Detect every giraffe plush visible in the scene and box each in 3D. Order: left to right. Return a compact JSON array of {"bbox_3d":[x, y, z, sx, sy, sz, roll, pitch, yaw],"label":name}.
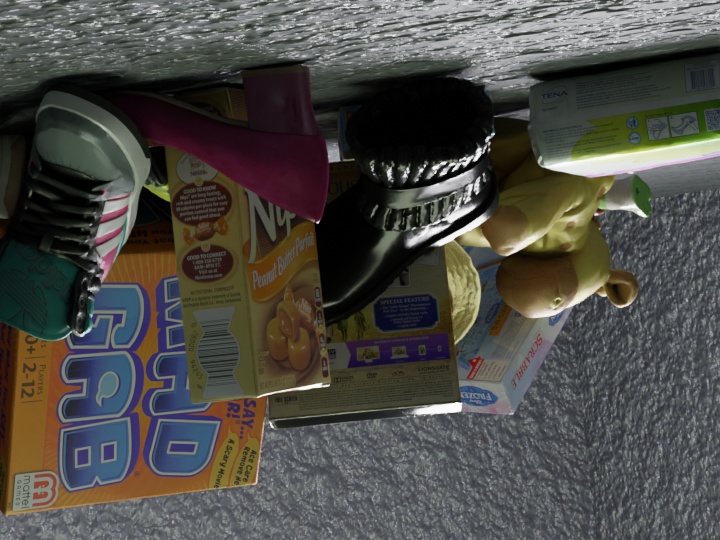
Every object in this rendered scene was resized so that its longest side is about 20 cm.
[{"bbox_3d":[0.157,-0.034,1.653,0.199,0.163,0.173,-23,-145,-15],"label":"giraffe plush"}]

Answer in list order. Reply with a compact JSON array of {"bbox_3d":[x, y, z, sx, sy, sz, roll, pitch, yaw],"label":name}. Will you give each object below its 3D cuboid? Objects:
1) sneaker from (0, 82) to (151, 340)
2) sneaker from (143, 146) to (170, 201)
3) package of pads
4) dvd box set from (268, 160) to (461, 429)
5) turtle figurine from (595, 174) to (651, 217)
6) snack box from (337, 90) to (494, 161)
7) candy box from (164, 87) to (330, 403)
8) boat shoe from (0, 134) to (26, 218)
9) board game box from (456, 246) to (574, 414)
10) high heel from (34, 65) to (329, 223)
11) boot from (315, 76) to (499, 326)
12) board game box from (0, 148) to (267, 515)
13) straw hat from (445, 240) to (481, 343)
[{"bbox_3d":[-0.190,-0.022,1.178,0.083,0.122,0.200,22,155,4],"label":"sneaker"},{"bbox_3d":[-0.120,-0.075,1.358,0.076,0.076,0.200,-7,177,24],"label":"sneaker"},{"bbox_3d":[0.216,-0.116,1.450,0.153,0.069,0.200,-8,178,17],"label":"package of pads"},{"bbox_3d":[-0.005,0.014,1.449,0.145,0.202,0.029,-6,161,0],"label":"dvd box set"},{"bbox_3d":[0.193,-0.071,1.860,0.192,0.201,0.144,-12,-149,27],"label":"turtle figurine"},{"bbox_3d":[0.040,-0.109,1.518,0.115,0.038,0.200,-7,179,-1],"label":"snack box"},{"bbox_3d":[-0.075,-0.017,1.281,0.055,0.202,0.115,-6,179,23],"label":"candy box"},{"bbox_3d":[-0.274,-0.065,1.285,0.064,0.073,0.200,13,176,-23],"label":"boat shoe"},{"bbox_3d":[0.088,0.047,1.768,0.198,0.041,0.200,2,-140,34],"label":"board game box"},{"bbox_3d":[-0.115,-0.067,1.197,0.198,0.097,0.067,-7,179,26],"label":"high heel"},{"bbox_3d":[0.006,-0.049,1.366,0.210,0.080,0.158,-35,162,-3],"label":"boot"},{"bbox_3d":[-0.193,0.035,1.427,0.198,0.202,0.200,-4,-154,-27],"label":"board game box"},{"bbox_3d":[0.000,0.000,1.622,0.199,0.086,0.202,-8,136,-8],"label":"straw hat"}]
